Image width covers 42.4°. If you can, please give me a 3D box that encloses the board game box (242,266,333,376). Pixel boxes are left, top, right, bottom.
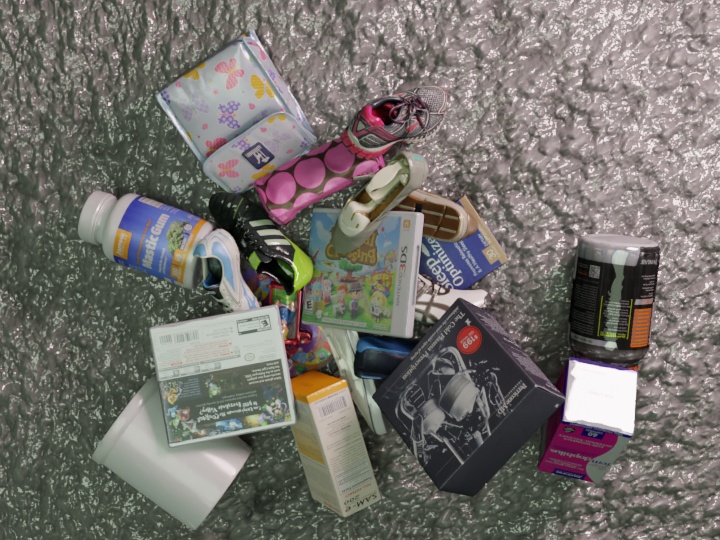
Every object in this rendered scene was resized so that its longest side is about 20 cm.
[{"bbox_3d":[-0.117,0.075,1.484,0.158,0.039,0.201,-39,93,12],"label":"board game box"}]

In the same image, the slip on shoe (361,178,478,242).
[{"bbox_3d":[0.088,-0.092,1.402,0.198,0.060,0.077,18,103,37],"label":"slip on shoe"}]

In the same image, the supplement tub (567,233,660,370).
[{"bbox_3d":[0.372,0.052,1.374,0.121,0.123,0.203,6,100,7],"label":"supplement tub"}]

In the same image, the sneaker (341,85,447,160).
[{"bbox_3d":[0.063,-0.224,1.347,0.081,0.199,0.075,48,141,10],"label":"sneaker"}]

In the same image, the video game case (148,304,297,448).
[{"bbox_3d":[-0.207,0.159,1.402,0.197,0.023,0.184,-10,90,-4],"label":"video game case"}]

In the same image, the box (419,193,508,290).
[{"bbox_3d":[0.115,-0.011,1.445,0.199,0.032,0.122,-35,94,13],"label":"box"}]

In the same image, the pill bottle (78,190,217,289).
[{"bbox_3d":[-0.335,-0.054,1.457,0.198,0.112,0.113,19,101,3],"label":"pill bottle"}]

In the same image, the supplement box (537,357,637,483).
[{"bbox_3d":[0.330,0.224,1.363,0.100,0.201,0.104,11,60,6],"label":"supplement box"}]

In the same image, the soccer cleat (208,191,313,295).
[{"bbox_3d":[-0.157,-0.044,1.414,0.199,0.081,0.068,40,126,-1],"label":"soccer cleat"}]

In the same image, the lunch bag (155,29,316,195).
[{"bbox_3d":[-0.181,-0.231,1.402,0.168,0.127,0.201,-28,110,11],"label":"lunch bag"}]

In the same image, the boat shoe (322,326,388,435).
[{"bbox_3d":[-0.011,0.169,1.469,0.069,0.071,0.202,-17,99,11],"label":"boat shoe"}]

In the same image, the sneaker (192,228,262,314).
[{"bbox_3d":[-0.204,0.033,1.424,0.071,0.072,0.202,16,134,44],"label":"sneaker"}]

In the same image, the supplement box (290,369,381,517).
[{"bbox_3d":[-0.049,0.267,1.454,0.073,0.126,0.202,-21,101,-24],"label":"supplement box"}]

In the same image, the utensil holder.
[{"bbox_3d":[-0.296,0.289,1.483,0.199,0.170,0.171,37,102,-3],"label":"utensil holder"}]

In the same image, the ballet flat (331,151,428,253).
[{"bbox_3d":[0.014,-0.102,1.354,0.200,0.063,0.068,-43,64,23],"label":"ballet flat"}]

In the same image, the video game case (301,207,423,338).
[{"bbox_3d":[0.000,0.000,1.406,0.198,0.022,0.185,5,89,36],"label":"video game case"}]

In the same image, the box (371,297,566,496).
[{"bbox_3d":[0.149,0.178,1.308,0.200,0.104,0.182,-50,53,12],"label":"box"}]

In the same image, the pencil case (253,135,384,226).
[{"bbox_3d":[-0.060,-0.139,1.405,0.198,0.091,0.094,-28,63,7],"label":"pencil case"}]

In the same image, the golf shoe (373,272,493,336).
[{"bbox_3d":[0.098,0.039,1.400,0.197,0.078,0.096,-9,100,11],"label":"golf shoe"}]

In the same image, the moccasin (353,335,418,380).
[{"bbox_3d":[0.080,0.151,1.441,0.198,0.081,0.069,14,106,-14],"label":"moccasin"}]
